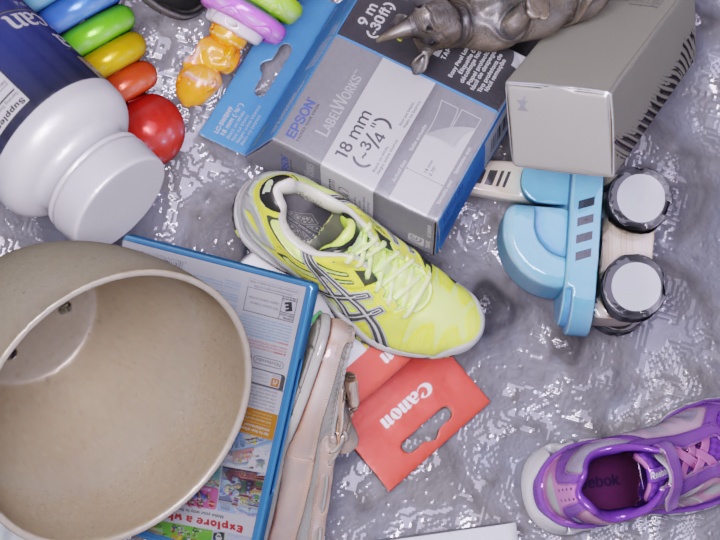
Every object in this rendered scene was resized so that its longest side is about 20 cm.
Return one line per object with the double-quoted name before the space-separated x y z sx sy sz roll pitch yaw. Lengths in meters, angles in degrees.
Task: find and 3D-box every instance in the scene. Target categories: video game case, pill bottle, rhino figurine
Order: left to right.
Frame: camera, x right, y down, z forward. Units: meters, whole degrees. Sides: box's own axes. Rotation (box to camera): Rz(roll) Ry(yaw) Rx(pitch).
"pill bottle" -0.229 -0.108 1.592 0.111 0.111 0.200 -43 71 -12
"video game case" -0.116 0.089 1.594 0.142 0.018 0.201 14 96 15
"rhino figurine" 0.096 -0.182 1.603 0.199 0.087 0.060 -21 85 -26

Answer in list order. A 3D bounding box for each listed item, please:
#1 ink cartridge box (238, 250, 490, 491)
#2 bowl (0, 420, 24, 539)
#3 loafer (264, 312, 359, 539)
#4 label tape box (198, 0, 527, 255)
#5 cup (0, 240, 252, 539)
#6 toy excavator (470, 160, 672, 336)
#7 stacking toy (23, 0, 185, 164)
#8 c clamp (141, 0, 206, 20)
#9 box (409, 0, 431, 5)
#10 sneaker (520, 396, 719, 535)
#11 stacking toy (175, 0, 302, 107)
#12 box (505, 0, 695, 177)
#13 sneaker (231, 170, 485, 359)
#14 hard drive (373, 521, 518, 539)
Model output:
"ink cartridge box" -0.001 0.051 1.684 0.109 0.050 0.200 -40 92 -12
"bowl" -0.326 0.167 1.587 0.200 0.090 0.203 1 84 -12
"loafer" -0.031 0.124 1.632 0.063 0.072 0.201 16 114 -7
"label tape box" 0.001 -0.123 1.657 0.199 0.063 0.145 27 72 11
"cup" -0.191 0.060 1.522 0.199 0.143 0.201 -17 124 -27
"toy excavator" 0.123 -0.052 1.705 0.199 0.100 0.196 4 82 -2
"stacking toy" -0.189 -0.163 1.657 0.085 0.085 0.201 -29 95 -13
"c clamp" -0.150 -0.283 1.656 0.027 0.171 0.201 -1 87 33
"box" 0.092 -0.263 1.657 0.124 0.200 0.098 -24 86 -13
"sneaker" 0.221 0.145 1.700 0.199 0.088 0.081 -14 86 -13
"stacking toy" -0.076 -0.204 1.668 0.109 0.116 0.201 29 89 -34
"box" 0.175 -0.144 1.664 0.082 0.200 0.069 8 123 24
"sneaker" 0.000 0.000 1.625 0.199 0.076 0.076 30 78 -8
"hard drive" 0.062 0.291 1.684 0.131 0.027 0.201 -6 85 -12
